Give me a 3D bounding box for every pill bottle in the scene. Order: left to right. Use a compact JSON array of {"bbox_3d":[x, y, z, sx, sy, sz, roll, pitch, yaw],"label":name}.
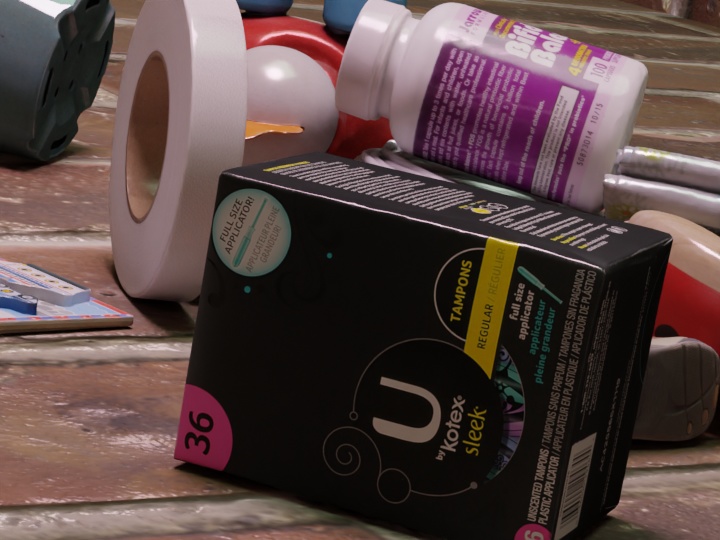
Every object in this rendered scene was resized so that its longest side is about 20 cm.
[{"bbox_3d":[0.089,-0.120,1.729,0.200,0.112,0.112,18,13,8],"label":"pill bottle"}]

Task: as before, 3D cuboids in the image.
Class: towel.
[{"bbox_3d":[0.255,-0.029,1.631,0.200,0.048,0.171,12,-6,9],"label":"towel"}]

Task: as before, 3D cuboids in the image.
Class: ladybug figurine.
[{"bbox_3d":[0.225,0.037,1.496,0.200,0.072,0.136,37,-2,28],"label":"ladybug figurine"}]

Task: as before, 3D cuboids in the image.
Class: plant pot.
[{"bbox_3d":[-0.308,-0.185,1.946,0.196,0.200,0.200,20,14,10],"label":"plant pot"}]

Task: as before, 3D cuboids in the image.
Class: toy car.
[{"bbox_3d":[-0.072,-0.122,1.815,0.177,0.185,0.200,13,14,18],"label":"toy car"}]

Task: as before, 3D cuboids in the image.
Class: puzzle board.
[{"bbox_3d":[-0.254,0.002,1.498,0.151,0.017,0.200,-3,18,-45],"label":"puzzle board"}]

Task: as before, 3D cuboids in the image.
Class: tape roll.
[{"bbox_3d":[-0.115,-0.081,1.551,0.037,0.203,0.203,5,13,-19],"label":"tape roll"}]

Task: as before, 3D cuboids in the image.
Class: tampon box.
[{"bbox_3d":[0.031,0.037,1.236,0.200,0.150,0.126,14,12,20],"label":"tampon box"}]

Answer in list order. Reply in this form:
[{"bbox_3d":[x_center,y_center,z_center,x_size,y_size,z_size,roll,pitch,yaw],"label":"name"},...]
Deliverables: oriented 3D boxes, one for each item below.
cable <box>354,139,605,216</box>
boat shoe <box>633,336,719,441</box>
[{"bbox_3d":[0.080,-0.031,1.755,0.200,0.069,0.200,21,11,19],"label":"cable"},{"bbox_3d":[0.115,0.061,1.404,0.200,0.076,0.072,11,4,-42],"label":"boat shoe"}]
